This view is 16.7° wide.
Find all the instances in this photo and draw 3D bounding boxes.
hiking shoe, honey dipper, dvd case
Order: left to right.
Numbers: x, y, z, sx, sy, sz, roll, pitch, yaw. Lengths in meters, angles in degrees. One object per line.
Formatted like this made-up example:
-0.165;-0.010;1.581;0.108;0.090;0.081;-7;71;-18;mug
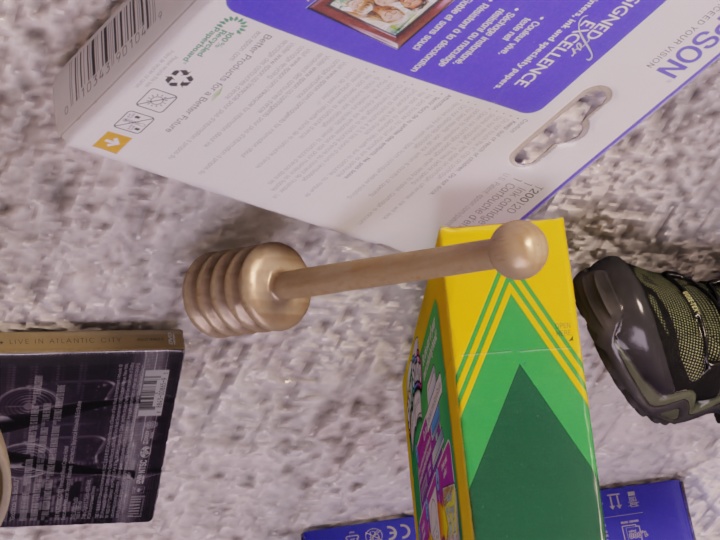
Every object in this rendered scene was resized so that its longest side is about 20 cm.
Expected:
-0.187;0.075;1.118;0.199;0.016;0.149;-1;144;-13;dvd case
0.000;0.000;0.970;0.038;0.038;0.199;21;161;-35;honey dipper
0.173;0.022;1.095;0.101;0.076;0.200;-39;144;22;hiking shoe

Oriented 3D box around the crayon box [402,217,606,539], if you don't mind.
0.059;0.095;1.029;0.058;0.174;0.200;-3;160;-5;crayon box

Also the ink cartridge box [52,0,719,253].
0.019;-0.086;0.924;0.199;0.044;0.198;18;137;-34;ink cartridge box

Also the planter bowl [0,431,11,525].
-0.238;0.033;0.949;0.199;0.135;0.201;-6;144;-4;planter bowl

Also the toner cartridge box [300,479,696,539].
0.072;0.163;1.273;0.199;0.043;0.095;-8;143;-2;toner cartridge box
